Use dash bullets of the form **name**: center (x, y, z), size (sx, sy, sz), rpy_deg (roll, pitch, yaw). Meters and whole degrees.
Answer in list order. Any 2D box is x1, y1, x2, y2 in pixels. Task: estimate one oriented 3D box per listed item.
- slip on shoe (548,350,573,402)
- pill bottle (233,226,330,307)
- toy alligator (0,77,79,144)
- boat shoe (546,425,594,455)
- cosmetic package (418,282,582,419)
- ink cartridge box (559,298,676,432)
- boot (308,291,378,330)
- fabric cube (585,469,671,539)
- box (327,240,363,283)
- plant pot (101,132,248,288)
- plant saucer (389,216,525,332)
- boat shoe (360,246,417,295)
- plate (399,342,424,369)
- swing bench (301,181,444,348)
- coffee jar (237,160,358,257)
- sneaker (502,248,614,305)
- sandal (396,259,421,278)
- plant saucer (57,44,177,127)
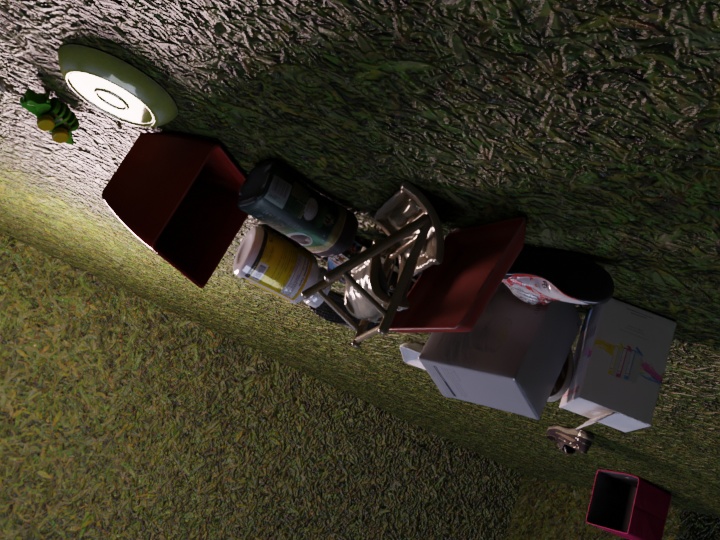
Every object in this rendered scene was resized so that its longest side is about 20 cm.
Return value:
- **slip on shoe**: center (0.336, 0.151, 1.464), size (0.075, 0.202, 0.061), rpy_deg (-21, 128, 21)
- **pill bottle**: center (-0.161, -0.002, 1.779), size (0.197, 0.115, 0.112), rpy_deg (28, 164, -23)
- **toy alligator**: center (-0.547, -0.284, 1.463), size (0.053, 0.060, 0.200), rpy_deg (-26, 151, 7)
- **boat shoe**: center (0.631, 0.523, 2.571), size (0.073, 0.075, 0.199), rpy_deg (25, 165, -17)
- **cosmetic package**: center (0.238, 0.118, 1.425), size (0.197, 0.201, 0.124), rpy_deg (7, 145, 41)
- **ink cartridge box**: center (0.420, 0.171, 1.390), size (0.123, 0.204, 0.129), rpy_deg (19, 166, 5)
- **boot**: center (-0.045, 0.114, 2.116), size (0.197, 0.071, 0.132), rpy_deg (26, 170, 0)
- **fabric cube**: center (0.962, 0.851, 3.012), size (0.197, 0.204, 0.195), rpy_deg (26, 164, -28)
- **box**: center (0.000, 0.000, 1.649), size (0.135, 0.038, 0.200), rpy_deg (34, 166, 6)
- **plant pot**: center (-0.326, -0.122, 1.461), size (0.174, 0.203, 0.200), rpy_deg (26, 168, 23)
- **plant saucer**: center (0.146, 0.018, 1.239), size (0.037, 0.201, 0.199), rpy_deg (42, 158, -19)
- **boat shoe**: center (0.073, 0.032, 1.500), size (0.199, 0.064, 0.074), rpy_deg (29, 177, -17)
- **plate**: center (0.208, 0.248, 2.290), size (0.195, 0.033, 0.200), rpy_deg (18, 164, 12)
- **swing bench**: center (0.031, -0.005, 1.300), size (0.130, 0.201, 0.199), rpy_deg (42, 164, -3)
- **coffee jar**: center (-0.102, -0.098, 1.411), size (0.198, 0.087, 0.103), rpy_deg (31, 159, -30)
- **sneaker**: center (0.303, 0.018, 1.294), size (0.198, 0.068, 0.108), rpy_deg (16, 166, 33)
- **sandal**: center (0.101, -0.012, 1.533), size (0.074, 0.046, 0.200), rpy_deg (30, 179, -10)
- **plant saucer**: center (-0.378, -0.274, 1.295), size (0.196, 0.032, 0.200), rpy_deg (20, 166, 5)
